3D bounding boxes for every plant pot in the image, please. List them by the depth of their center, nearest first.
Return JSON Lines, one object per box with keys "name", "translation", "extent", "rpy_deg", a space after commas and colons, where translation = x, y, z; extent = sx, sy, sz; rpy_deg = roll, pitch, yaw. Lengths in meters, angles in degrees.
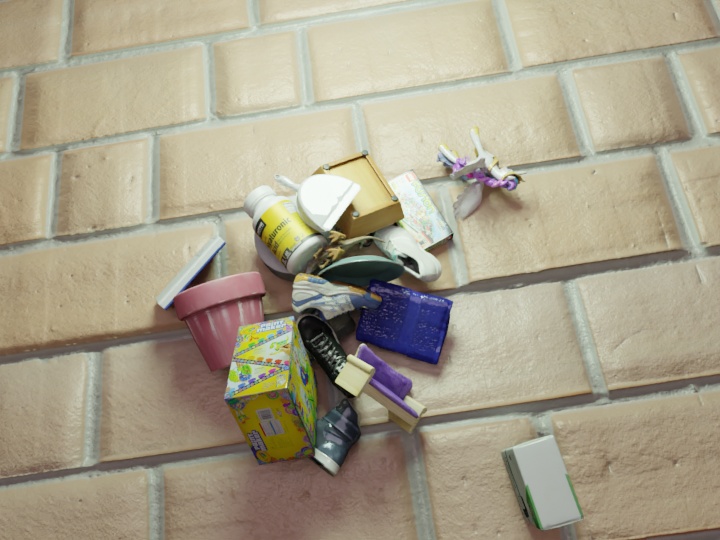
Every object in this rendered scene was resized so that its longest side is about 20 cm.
{"name": "plant pot", "translation": [-0.294, 0.118, 1.244], "extent": [0.197, 0.200, 0.181], "rpy_deg": [-17, 85, -1]}

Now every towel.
{"name": "towel", "translation": [0.098, 0.113, 1.263], "extent": [0.197, 0.050, 0.150], "rpy_deg": [16, 92, 8]}

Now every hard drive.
{"name": "hard drive", "translation": [-0.401, 0.002, 1.322], "extent": [0.025, 0.132, 0.201], "rpy_deg": [43, 77, -19]}

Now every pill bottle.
{"name": "pill bottle", "translation": [-0.175, -0.096, 1.273], "extent": [0.111, 0.111, 0.200], "rpy_deg": [-40, 71, -9]}

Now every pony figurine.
{"name": "pony figurine", "translation": [0.273, -0.241, 1.348], "extent": [0.191, 0.167, 0.201], "rpy_deg": [-27, 55, -13]}

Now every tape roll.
{"name": "tape roll", "translation": [-0.153, -0.077, 1.357], "extent": [0.197, 0.066, 0.203], "rpy_deg": [-1, 71, 4]}

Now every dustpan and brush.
{"name": "dustpan and brush", "translation": [-0.115, -0.175, 1.252], "extent": [0.199, 0.057, 0.140], "rpy_deg": [32, 71, 10]}

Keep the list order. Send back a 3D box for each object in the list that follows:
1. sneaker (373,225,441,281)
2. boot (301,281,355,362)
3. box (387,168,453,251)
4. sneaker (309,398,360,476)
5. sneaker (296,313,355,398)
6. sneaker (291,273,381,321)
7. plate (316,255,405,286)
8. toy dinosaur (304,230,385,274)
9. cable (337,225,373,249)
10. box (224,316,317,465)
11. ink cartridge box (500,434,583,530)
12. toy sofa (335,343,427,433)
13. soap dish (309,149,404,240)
{"name": "sneaker", "translation": [0.093, -0.043, 1.289], "extent": [0.199, 0.088, 0.076], "rpy_deg": [37, 117, 32]}
{"name": "boot", "translation": [-0.116, 0.120, 1.252], "extent": [0.199, 0.068, 0.132], "rpy_deg": [-36, 110, -15]}
{"name": "box", "translation": [0.130, -0.141, 1.371], "extent": [0.109, 0.035, 0.201], "rpy_deg": [-28, 71, -5]}
{"name": "sneaker", "translation": [-0.092, 0.324, 1.209], "extent": [0.201, 0.077, 0.147], "rpy_deg": [28, 66, 22]}
{"name": "sneaker", "translation": [-0.056, 0.180, 1.187], "extent": [0.073, 0.112, 0.201], "rpy_deg": [-38, 107, -14]}
{"name": "sneaker", "translation": [-0.053, 0.067, 1.205], "extent": [0.197, 0.075, 0.089], "rpy_deg": [12, 93, -16]}
{"name": "plate", "translation": [0.000, 0.000, 1.244], "extent": [0.197, 0.200, 0.026], "rpy_deg": [-6, 73, 3]}
{"name": "toy dinosaur", "translation": [-0.044, -0.053, 1.239], "extent": [0.198, 0.106, 0.061], "rpy_deg": [-25, 82, -1]}
{"name": "cable", "translation": [0.011, -0.140, 1.368], "extent": [0.096, 0.050, 0.202], "rpy_deg": [29, 66, -15]}
{"name": "box", "translation": [-0.166, 0.237, 1.115], "extent": [0.120, 0.202, 0.194], "rpy_deg": [-11, 35, 6]}
{"name": "ink cartridge box", "translation": [0.340, 0.403, 1.075], "extent": [0.082, 0.200, 0.148], "rpy_deg": [-17, 69, 2]}
{"name": "toy sofa", "translation": [0.052, 0.242, 1.154], "extent": [0.082, 0.200, 0.098], "rpy_deg": [21, 73, 53]}
{"name": "soap dish", "translation": [-0.006, -0.182, 1.319], "extent": [0.156, 0.082, 0.201], "rpy_deg": [-22, 66, -21]}
